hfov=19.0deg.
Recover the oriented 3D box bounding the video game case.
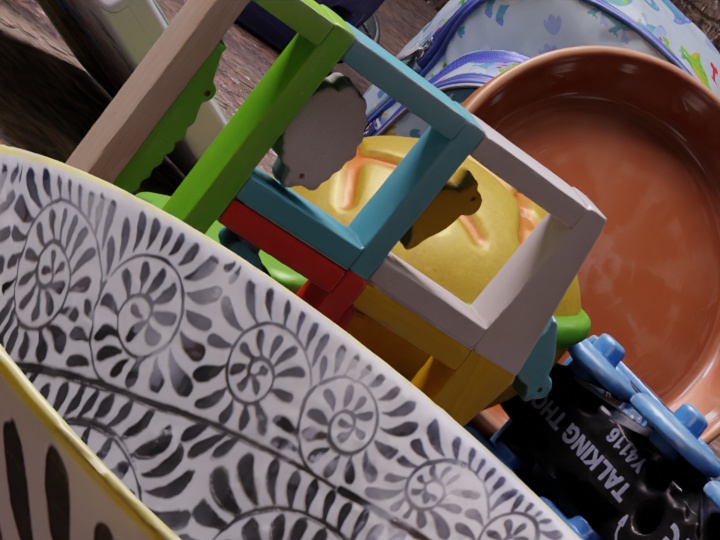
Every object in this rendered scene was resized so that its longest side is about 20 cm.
[{"bbox_3d":[-0.110,-0.106,0.940,0.182,0.022,0.200,46,-8,35],"label":"video game case"}]

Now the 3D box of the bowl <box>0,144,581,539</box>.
[{"bbox_3d":[-0.026,0.075,0.402,0.200,0.094,0.201,37,10,-8],"label":"bowl"}]

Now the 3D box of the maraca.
[{"bbox_3d":[0.000,0.000,0.824,0.199,0.108,0.137,9,8,-36],"label":"maraca"}]

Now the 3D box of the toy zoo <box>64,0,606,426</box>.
[{"bbox_3d":[-0.005,-0.003,0.726,0.199,0.131,0.020,33,11,-31],"label":"toy zoo"}]

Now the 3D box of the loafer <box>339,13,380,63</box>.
[{"bbox_3d":[-0.076,-0.225,1.735,0.199,0.063,0.072,33,53,-26],"label":"loafer"}]

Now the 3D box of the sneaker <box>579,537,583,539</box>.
[{"bbox_3d":[0.040,0.113,0.577,0.106,0.075,0.200,28,4,-28],"label":"sneaker"}]

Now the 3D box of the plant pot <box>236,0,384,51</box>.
[{"bbox_3d":[-0.036,-0.307,1.623,0.199,0.179,0.201,33,50,-37],"label":"plant pot"}]

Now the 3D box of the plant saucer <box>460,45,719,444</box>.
[{"bbox_3d":[0.111,-0.004,1.015,0.200,0.201,0.032,36,-17,-16],"label":"plant saucer"}]

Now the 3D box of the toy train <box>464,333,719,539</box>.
[{"bbox_3d":[0.122,0.101,0.871,0.114,0.087,0.200,37,8,-46],"label":"toy train"}]

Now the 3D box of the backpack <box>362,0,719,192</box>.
[{"bbox_3d":[0.091,-0.057,1.121,0.183,0.200,0.147,40,26,-2],"label":"backpack"}]
